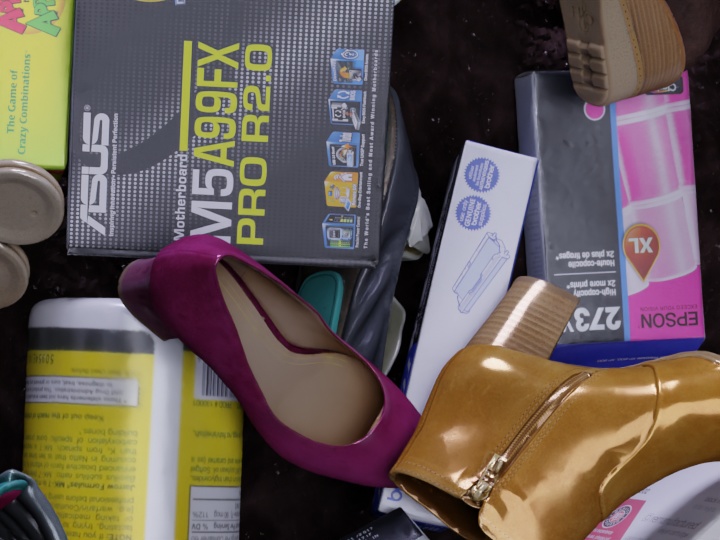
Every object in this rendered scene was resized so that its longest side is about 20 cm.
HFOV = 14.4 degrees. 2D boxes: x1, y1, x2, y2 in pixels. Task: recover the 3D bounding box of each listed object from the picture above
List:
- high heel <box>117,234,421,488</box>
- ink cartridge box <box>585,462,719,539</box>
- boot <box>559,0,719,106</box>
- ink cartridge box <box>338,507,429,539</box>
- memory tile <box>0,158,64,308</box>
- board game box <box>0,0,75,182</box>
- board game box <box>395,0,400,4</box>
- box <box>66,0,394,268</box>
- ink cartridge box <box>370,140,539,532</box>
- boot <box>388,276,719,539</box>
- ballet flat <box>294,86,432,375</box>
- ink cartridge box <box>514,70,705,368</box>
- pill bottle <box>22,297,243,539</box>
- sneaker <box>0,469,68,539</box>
[{"bbox_3d":[-0.025,0.051,1.407,0.200,0.096,0.068,31,72,-24],"label":"high heel"},{"bbox_3d":[0.226,0.123,1.553,0.200,0.146,0.083,-40,101,-15],"label":"ink cartridge box"},{"bbox_3d":[0.169,-0.200,1.543,0.166,0.072,0.200,-35,135,-38],"label":"boot"},{"bbox_3d":[0.005,0.222,1.509,0.099,0.039,0.200,-27,132,-16],"label":"ink cartridge box"},{"bbox_3d":[-0.260,-0.027,1.436,0.200,0.153,0.017,20,41,-14],"label":"memory tile"},{"bbox_3d":[-0.172,-0.148,1.476,0.047,0.102,0.201,3,86,-9],"label":"board game box"},{"bbox_3d":[-0.015,-0.183,1.523,0.200,0.105,0.103,-41,99,-13],"label":"board game box"},{"bbox_3d":[-0.064,-0.105,1.432,0.160,0.044,0.201,3,99,-4],"label":"box"},{"bbox_3d":[0.049,0.038,1.532,0.044,0.094,0.201,13,83,-1],"label":"ink cartridge box"},{"bbox_3d":[0.127,0.102,1.442,0.201,0.071,0.144,26,66,9],"label":"boot"},{"bbox_3d":[0.000,0.000,1.543,0.073,0.073,0.201,16,77,-15],"label":"ballet flat"},{"bbox_3d":[0.140,-0.013,1.596,0.094,0.037,0.201,-3,90,-17],"label":"ink cartridge box"},{"bbox_3d":[-0.118,0.117,1.473,0.114,0.114,0.201,4,86,-16],"label":"pill bottle"},{"bbox_3d":[-0.216,0.130,1.367,0.200,0.121,0.084,33,47,-18],"label":"sneaker"}]
